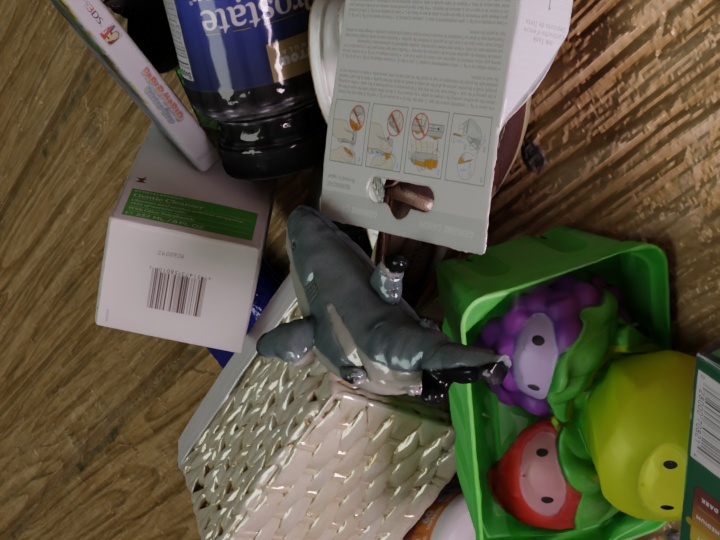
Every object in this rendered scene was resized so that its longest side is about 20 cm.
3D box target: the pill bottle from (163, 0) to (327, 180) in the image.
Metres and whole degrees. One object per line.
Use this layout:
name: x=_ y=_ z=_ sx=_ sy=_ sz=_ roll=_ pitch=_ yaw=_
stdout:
pill bottle: x=-0.073 y=-0.170 z=1.130 sx=0.111 sy=0.111 sz=0.202 roll=16 pitch=126 yaw=51

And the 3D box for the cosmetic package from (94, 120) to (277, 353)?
cosmetic package: x=-0.118 y=-0.029 z=1.197 sx=0.201 sy=0.106 sz=0.086 roll=-88 pitch=9 yaw=-64

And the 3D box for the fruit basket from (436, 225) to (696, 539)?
fruit basket: x=0.139 y=0.090 z=0.982 sx=0.215 sy=0.154 sz=0.218 roll=164 pitch=90 yaw=-75

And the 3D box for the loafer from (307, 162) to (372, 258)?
loafer: x=0.000 y=0.000 z=1.199 sx=0.072 sy=0.072 sz=0.202 roll=-115 pitch=19 yaw=-54

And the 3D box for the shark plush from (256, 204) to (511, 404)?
shark plush: x=0.006 y=0.026 z=0.947 sx=0.200 sy=0.090 sz=0.084 roll=-144 pitch=58 yaw=-63

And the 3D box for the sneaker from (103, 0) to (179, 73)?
sneaker: x=-0.165 y=-0.205 z=1.238 sx=0.075 sy=0.106 sz=0.200 roll=54 pitch=148 yaw=15

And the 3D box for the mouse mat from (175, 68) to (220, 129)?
mouse mat: x=-0.099 y=-0.172 z=1.272 sx=0.199 sy=0.007 sz=0.162 roll=-21 pitch=94 yaw=61

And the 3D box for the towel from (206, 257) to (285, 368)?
towel: x=-0.112 y=0.014 z=1.396 sx=0.200 sy=0.049 sz=0.148 roll=48 pitch=153 yaw=24

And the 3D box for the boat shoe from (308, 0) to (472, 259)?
boat shoe: x=0.027 y=-0.090 z=1.086 sx=0.069 sy=0.071 sz=0.202 roll=-6 pitch=114 yaw=36

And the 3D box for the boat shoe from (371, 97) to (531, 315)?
boat shoe: x=0.049 y=-0.052 z=1.019 sx=0.071 sy=0.072 sz=0.202 roll=24 pitch=118 yaw=2

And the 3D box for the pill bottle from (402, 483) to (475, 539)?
pill bottle: x=0.047 y=0.212 z=1.227 sx=0.199 sy=0.111 sz=0.113 roll=-13 pitch=102 yaw=58

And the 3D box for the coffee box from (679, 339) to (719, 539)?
coffee box: x=0.220 y=0.108 z=0.874 sx=0.044 sy=0.122 sz=0.202 roll=34 pitch=140 yaw=42

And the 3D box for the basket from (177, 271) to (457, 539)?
basket: x=-0.022 y=0.115 z=1.151 sx=0.201 sy=0.134 sz=0.124 roll=-55 pitch=31 yaw=30

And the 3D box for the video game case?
video game case: x=-0.188 y=-0.173 z=1.198 sx=0.182 sy=0.023 sz=0.200 roll=52 pitch=176 yaw=-38

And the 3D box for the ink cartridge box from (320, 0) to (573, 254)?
ink cartridge box: x=0.050 y=-0.119 z=0.967 sx=0.161 sy=0.050 sz=0.203 roll=14 pitch=100 yaw=52
